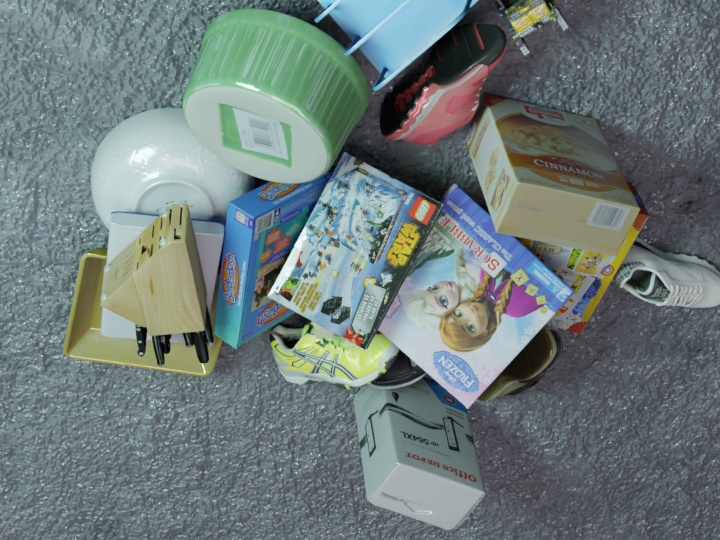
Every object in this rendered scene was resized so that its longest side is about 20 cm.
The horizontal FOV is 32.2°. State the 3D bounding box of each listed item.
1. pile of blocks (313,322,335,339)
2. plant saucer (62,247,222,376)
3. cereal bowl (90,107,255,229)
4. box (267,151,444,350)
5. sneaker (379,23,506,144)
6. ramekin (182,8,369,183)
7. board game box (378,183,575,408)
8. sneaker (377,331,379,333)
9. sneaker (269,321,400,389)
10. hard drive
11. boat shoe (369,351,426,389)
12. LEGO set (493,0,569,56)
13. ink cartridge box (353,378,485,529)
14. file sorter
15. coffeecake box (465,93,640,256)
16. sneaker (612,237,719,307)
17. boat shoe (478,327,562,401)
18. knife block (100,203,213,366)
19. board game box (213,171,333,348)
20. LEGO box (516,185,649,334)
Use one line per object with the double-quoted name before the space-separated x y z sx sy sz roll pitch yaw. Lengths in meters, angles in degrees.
"pile of blocks" 0.000 0.000 1.602 0.082 0.062 0.200 38 95 9
"plant saucer" -0.270 0.046 1.609 0.200 0.048 0.200 9 134 -15
"cereal bowl" -0.225 -0.092 1.503 0.200 0.083 0.200 -4 126 -5
"box" -0.005 -0.023 1.505 0.137 0.040 0.200 29 93 5
"sneaker" 0.111 -0.215 1.463 0.087 0.074 0.200 18 140 -34
"ramekin" -0.099 -0.185 1.381 0.200 0.098 0.200 17 152 9
"board game box" 0.125 0.032 1.547 0.200 0.041 0.200 41 95 -5
"sneaker" 0.074 0.031 1.624 0.200 0.087 0.074 -34 123 17
"sneaker" -0.040 0.107 1.645 0.200 0.075 0.076 -8 129 34
"hard drive" -0.244 0.012 1.522 0.132 0.025 0.200 6 136 -11
"boat shoe" 0.091 0.099 1.688 0.200 0.076 0.060 -29 166 3
"LEGO set" 0.203 -0.332 1.357 0.200 0.116 0.154 -25 126 11
"ink cartridge box" 0.079 0.241 1.721 0.146 0.200 0.084 22 121 -23
"file sorter" 0.007 -0.310 1.307 0.139 0.123 0.200 -38 101 20
"coffeecake box" 0.221 -0.115 1.472 0.153 0.200 0.073 10 125 -15
"sneaker" 0.413 0.020 1.677 0.200 0.081 0.076 16 122 -20
"boat shoe" 0.224 0.125 1.717 0.066 0.072 0.201 -4 157 -28
"knife block" -0.208 0.030 1.479 0.176 0.064 0.200 30 127 -32
"board game box" -0.107 -0.019 1.541 0.045 0.152 0.200 31 129 26
"LEGO box" 0.256 -0.028 1.619 0.149 0.077 0.200 13 124 -16
